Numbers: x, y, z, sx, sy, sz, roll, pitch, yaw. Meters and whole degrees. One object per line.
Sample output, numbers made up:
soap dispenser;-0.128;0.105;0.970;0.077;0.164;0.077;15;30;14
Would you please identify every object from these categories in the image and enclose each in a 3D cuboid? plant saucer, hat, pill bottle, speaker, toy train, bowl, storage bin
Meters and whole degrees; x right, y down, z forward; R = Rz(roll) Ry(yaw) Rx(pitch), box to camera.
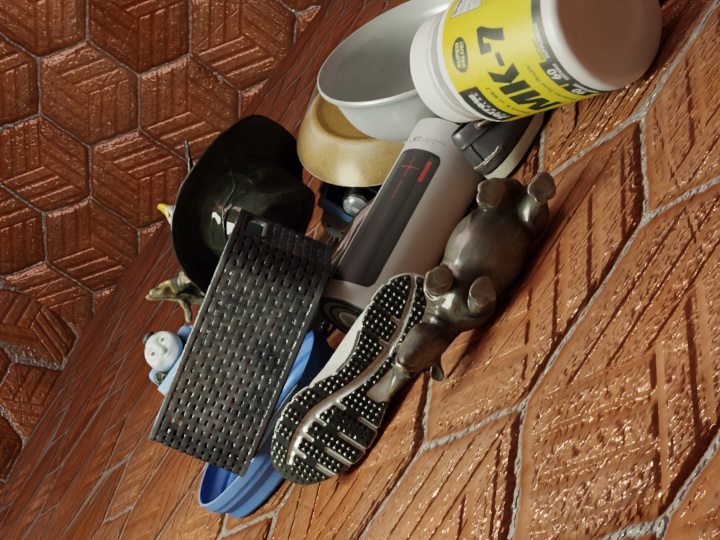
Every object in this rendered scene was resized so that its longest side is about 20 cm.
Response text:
plant saucer;0.023;-0.167;1.573;0.198;0.036;0.201;-12;42;11
hat;-0.100;-0.060;1.568;0.080;0.201;0.202;16;67;35
pill bottle;0.132;-0.182;1.208;0.199;0.114;0.115;-11;45;58
speaker;0.042;-0.035;1.351;0.201;0.081;0.081;-60;13;-20
toy train;-0.165;0.110;1.604;0.087;0.114;0.200;-57;-14;-2
toy train;0.007;-0.120;1.667;0.114;0.086;0.201;-55;13;47
bowl;0.065;-0.182;1.461;0.199;0.091;0.202;-21;31;13
storage bin;-0.104;0.062;1.341;0.135;0.093;0.201;-90;24;-77
bowl;-0.086;0.149;1.468;0.201;0.039;0.201;-53;12;17

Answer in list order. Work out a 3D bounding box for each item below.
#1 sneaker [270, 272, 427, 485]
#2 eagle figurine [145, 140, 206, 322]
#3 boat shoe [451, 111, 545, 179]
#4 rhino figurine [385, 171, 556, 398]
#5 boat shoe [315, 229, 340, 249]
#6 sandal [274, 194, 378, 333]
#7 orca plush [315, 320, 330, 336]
sneaker;0.001;0.091;1.244;0.200;0.074;0.080;-51;-2;4
eagle figurine;-0.158;-0.042;1.647;0.201;0.150;0.152;-57;18;30
boat shoe;0.143;-0.173;1.346;0.201;0.062;0.073;-61;13;-22
rhino figurine;0.077;0.013;1.130;0.201;0.060;0.087;-57;-7;0
boat shoe;-0.088;0.024;1.712;0.203;0.075;0.075;-55;12;5
sandal;0.000;0.000;1.427;0.200;0.082;0.055;-41;52;-6
orca plush;-0.057;0.037;1.570;0.199;0.104;0.072;-1;91;59
